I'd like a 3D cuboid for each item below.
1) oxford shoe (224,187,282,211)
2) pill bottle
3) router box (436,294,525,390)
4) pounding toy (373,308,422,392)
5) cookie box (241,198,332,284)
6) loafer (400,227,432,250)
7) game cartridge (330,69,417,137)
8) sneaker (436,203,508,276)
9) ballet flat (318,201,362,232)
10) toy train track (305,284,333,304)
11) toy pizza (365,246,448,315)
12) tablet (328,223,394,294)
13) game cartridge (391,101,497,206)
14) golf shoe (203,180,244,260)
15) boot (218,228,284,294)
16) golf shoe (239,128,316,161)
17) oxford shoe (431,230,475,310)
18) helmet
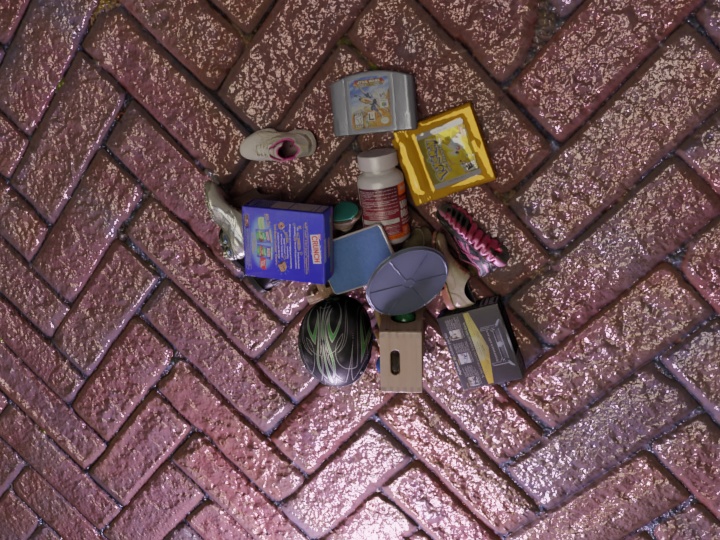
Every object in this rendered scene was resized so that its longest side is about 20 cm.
[{"bbox_3d":[-0.275,-0.166,1.788,0.197,0.071,0.074,9,81,23],"label":"oxford shoe"},{"bbox_3d":[0.050,-0.167,1.637,0.107,0.110,0.204,-1,111,19],"label":"pill bottle"},{"bbox_3d":[0.289,0.175,1.723,0.155,0.052,0.203,-15,105,24],"label":"router box"},{"bbox_3d":[0.081,0.156,1.731,0.139,0.185,0.204,0,112,6],"label":"pounding toy"},{"bbox_3d":[-0.164,-0.067,1.651,0.196,0.075,0.174,7,113,14],"label":"cookie box"},{"bbox_3d":[0.101,-0.012,1.669,0.075,0.068,0.203,32,96,51],"label":"loafer"},{"bbox_3d":[0.027,-0.371,1.592,0.196,0.041,0.136,-1,105,23],"label":"game cartridge"},{"bbox_3d":[0.239,-0.063,1.641,0.200,0.079,0.096,43,135,2],"label":"sneaker"},{"bbox_3d":[-0.056,-0.123,1.694,0.198,0.069,0.067,10,150,46],"label":"ballet flat"},{"bbox_3d":[-0.074,0.100,1.832,0.113,0.033,0.202,-22,103,25],"label":"toy train track"},{"bbox_3d":[0.102,0.020,1.611,0.196,0.032,0.203,-13,134,-13],"label":"toy pizza"},{"bbox_3d":[-0.008,-0.024,1.660,0.197,0.014,0.132,-17,105,33],"label":"tablet"},{"bbox_3d":[0.182,-0.255,1.600,0.197,0.032,0.179,-17,104,23],"label":"game cartridge"},{"bbox_3d":[-0.310,-0.130,1.737,0.096,0.078,0.203,-20,101,4],"label":"golf shoe"},{"bbox_3d":[-0.239,-0.053,1.799,0.156,0.080,0.212,-27,111,33],"label":"boot"},{"bbox_3d":[-0.205,-0.290,1.688,0.196,0.092,0.077,-3,112,22],"label":"golf shoe"},{"bbox_3d":[0.215,-0.004,1.667,0.073,0.071,0.203,-7,119,28],"label":"oxford shoe"},{"bbox_3d":[-0.061,0.172,1.738,0.196,0.191,0.203,6,119,11],"label":"helmet"}]
